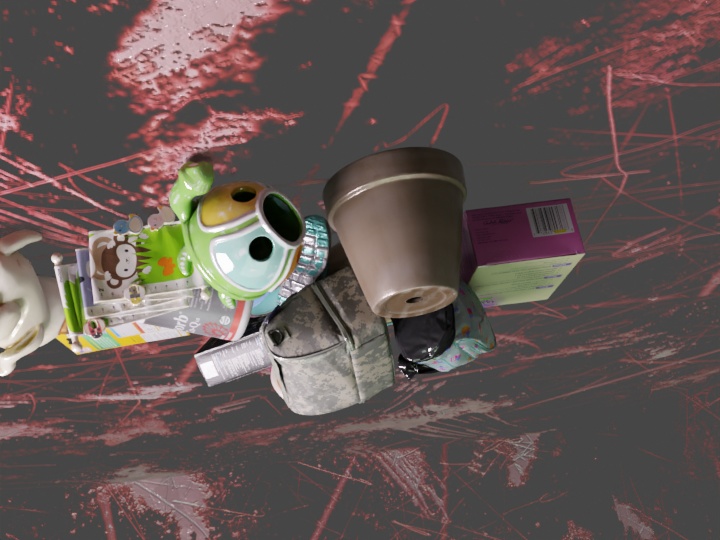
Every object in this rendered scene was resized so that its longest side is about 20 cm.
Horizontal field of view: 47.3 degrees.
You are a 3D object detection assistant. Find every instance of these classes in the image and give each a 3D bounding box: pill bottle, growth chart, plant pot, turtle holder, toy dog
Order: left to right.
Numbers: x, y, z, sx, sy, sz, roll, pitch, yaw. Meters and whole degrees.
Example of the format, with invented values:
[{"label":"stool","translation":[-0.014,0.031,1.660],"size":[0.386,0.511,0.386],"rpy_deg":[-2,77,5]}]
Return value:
[{"label":"toy dog","translation":[-0.474,0.041,1.118],"size":[0.138,0.196,0.200],"rpy_deg":[22,172,18]},{"label":"growth chart","translation":[-0.287,0.001,1.038],"size":[0.197,0.147,0.018],"rpy_deg":[-20,173,-16]},{"label":"pill bottle","translation":[-0.249,0.021,1.116],"size":[0.197,0.118,0.116],"rpy_deg":[13,153,-18]},{"label":"turtle holder","translation":[-0.149,-0.058,1.027],"size":[0.131,0.187,0.141],"rpy_deg":[-25,-174,37]},{"label":"plant pot","translation":[0.056,-0.038,1.094],"size":[0.196,0.176,0.200],"rpy_deg":[-8,160,-3]}]

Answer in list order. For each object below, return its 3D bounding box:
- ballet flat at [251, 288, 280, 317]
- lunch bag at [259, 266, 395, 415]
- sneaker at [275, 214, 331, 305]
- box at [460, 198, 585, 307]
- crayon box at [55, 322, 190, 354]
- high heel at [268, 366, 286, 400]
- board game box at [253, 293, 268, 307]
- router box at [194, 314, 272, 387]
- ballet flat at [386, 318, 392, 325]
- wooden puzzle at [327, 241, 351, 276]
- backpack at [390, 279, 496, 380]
[{"label":"ballet flat","translation":[-0.185,0.049,1.368],"size":[0.198,0.070,0.071],"rpy_deg":[-18,176,30]},{"label":"lunch bag","translation":[-0.052,0.115,1.197],"size":[0.166,0.140,0.201],"rpy_deg":[-28,146,-14]},{"label":"sneaker","translation":[-0.080,-0.017,1.238],"size":[0.077,0.092,0.202],"rpy_deg":[23,134,4]},{"label":"box","translation":[0.240,-0.022,1.330],"size":[0.173,0.098,0.201],"rpy_deg":[-7,158,-8]},{"label":"crayon box","translation":[-0.393,0.082,1.359],"size":[0.196,0.052,0.126],"rpy_deg":[-10,159,-3]},{"label":"high heel","translation":[-0.142,0.171,1.507],"size":[0.067,0.201,0.096],"rpy_deg":[-36,160,-4]},{"label":"board game box","translation":[-0.222,-0.009,1.211],"size":[0.197,0.039,0.159],"rpy_deg":[9,132,-24]},{"label":"router box","translation":[-0.169,0.108,1.370],"size":[0.148,0.063,0.200],"rpy_deg":[-21,-168,16]},{"label":"ballet flat","translation":[0.090,0.050,1.482],"size":[0.197,0.072,0.071],"rpy_deg":[-13,160,-10]},{"label":"wooden puzzle","translation":[0.000,0.000,1.367],"size":[0.198,0.038,0.184],"rpy_deg":[17,147,-42]},{"label":"backpack","translation":[0.120,0.081,1.232],"size":[0.125,0.170,0.200],"rpy_deg":[-18,156,21]}]
